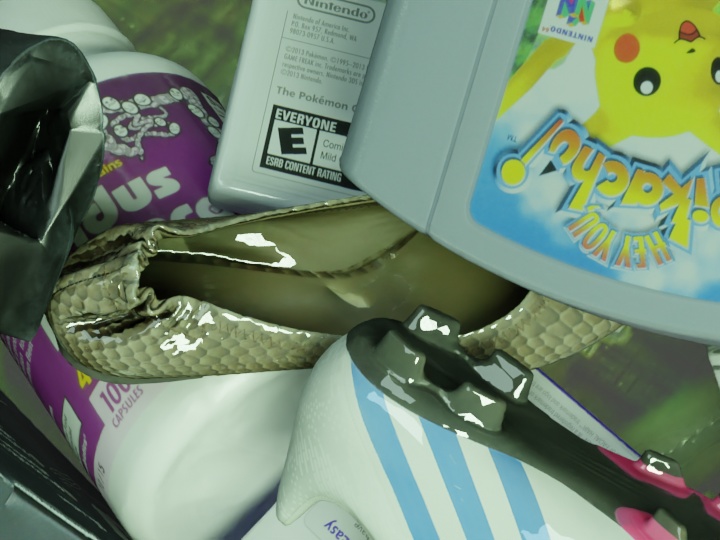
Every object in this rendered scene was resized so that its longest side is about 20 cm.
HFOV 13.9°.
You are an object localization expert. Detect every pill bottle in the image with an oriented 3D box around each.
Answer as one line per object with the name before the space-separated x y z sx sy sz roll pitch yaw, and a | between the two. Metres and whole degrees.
pill bottle | -0.078 -0.005 1.036 0.112 0.112 0.200 -39 58 2

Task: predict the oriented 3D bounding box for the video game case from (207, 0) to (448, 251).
video game case | 0.063 -0.083 1.011 0.200 0.022 0.183 13 70 -4

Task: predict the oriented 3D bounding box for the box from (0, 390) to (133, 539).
box | -0.173 0.077 0.988 0.117 0.197 0.200 -47 58 -2

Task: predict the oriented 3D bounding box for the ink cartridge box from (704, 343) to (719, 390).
ink cartridge box | 0.169 0.011 0.909 0.116 0.067 0.200 -30 71 44

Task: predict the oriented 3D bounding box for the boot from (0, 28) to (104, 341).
boot | -0.141 -0.079 0.966 0.200 0.066 0.165 -151 64 -64

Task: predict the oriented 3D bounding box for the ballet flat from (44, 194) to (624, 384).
ballet flat | 0.000 0.000 0.934 0.200 0.046 0.067 -4 62 -8

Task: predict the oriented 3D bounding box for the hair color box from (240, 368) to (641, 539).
hair color box | 0.010 0.124 0.968 0.200 0.065 0.109 -46 58 -4

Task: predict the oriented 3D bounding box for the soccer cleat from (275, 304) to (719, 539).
soccer cleat | 0.064 0.093 0.896 0.200 0.070 0.086 35 114 13

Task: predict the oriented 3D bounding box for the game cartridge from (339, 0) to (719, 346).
game cartridge | 0.093 -0.049 0.877 0.200 0.040 0.134 17 96 27
